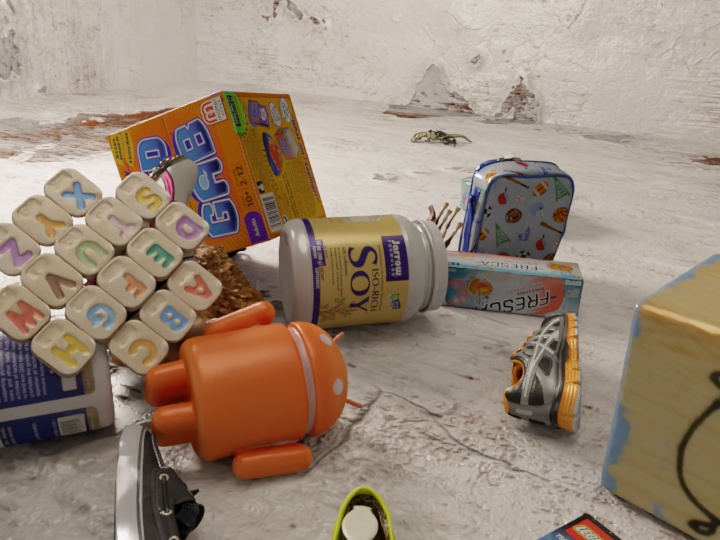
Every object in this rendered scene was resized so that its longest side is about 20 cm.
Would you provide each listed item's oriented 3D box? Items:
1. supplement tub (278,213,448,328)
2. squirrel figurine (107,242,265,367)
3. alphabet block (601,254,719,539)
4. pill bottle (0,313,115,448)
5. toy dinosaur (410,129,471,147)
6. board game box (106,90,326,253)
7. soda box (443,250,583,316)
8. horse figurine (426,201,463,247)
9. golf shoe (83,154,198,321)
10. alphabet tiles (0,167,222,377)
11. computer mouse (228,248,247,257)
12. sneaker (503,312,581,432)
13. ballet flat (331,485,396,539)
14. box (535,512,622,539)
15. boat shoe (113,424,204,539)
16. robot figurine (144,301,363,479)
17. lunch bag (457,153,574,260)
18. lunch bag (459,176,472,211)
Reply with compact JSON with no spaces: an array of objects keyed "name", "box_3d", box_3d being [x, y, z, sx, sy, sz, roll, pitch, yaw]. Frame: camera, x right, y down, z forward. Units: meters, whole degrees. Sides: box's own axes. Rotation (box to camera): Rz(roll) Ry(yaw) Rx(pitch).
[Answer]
[{"name":"supplement tub","box_3d":[0.000,0.000,0.861,0.199,0.146,0.145,-4,23,-15]},{"name":"squirrel figurine","box_3d":[-0.190,0.046,0.750,0.200,0.142,0.186,-22,39,-40]},{"name":"alphabet block","box_3d":[0.352,0.117,0.554,0.196,0.196,0.200,-20,30,-40]},{"name":"pill bottle","box_3d":[-0.339,0.106,0.606,0.199,0.116,0.116,-7,24,-23]},{"name":"toy dinosaur","box_3d":[0.258,-0.413,2.034,0.199,0.048,0.088,4,15,-4]},{"name":"board game box","box_3d":[-0.200,-0.133,0.960,0.199,0.201,0.200,-14,8,23]},{"name":"soda box","box_3d":[0.214,0.019,0.945,0.199,0.064,0.068,6,22,10]},{"name":"horse figurine","box_3d":[0.112,-0.045,1.049,0.050,0.133,0.200,32,17,-5]},{"name":"golf shoe","box_3d":[-0.209,-0.033,0.689,0.092,0.073,0.201,24,60,-9]},{"name":"alphabet tiles","box_3d":[-0.239,-0.003,0.614,0.195,0.015,0.200,39,60,-3]},{"name":"computer mouse","box_3d":[-0.235,-0.008,1.019,0.058,0.034,0.200,-12,9,28]},{"name":"sneaker","box_3d":[0.204,0.103,0.730,0.077,0.079,0.200,-1,19,17]},{"name":"ballet flat","box_3d":[-0.004,0.220,0.427,0.067,0.067,0.200,4,23,3]},{"name":"box","box_3d":[0.171,0.250,0.407,0.136,0.040,0.200,-12,26,-29]},{"name":"boat shoe","box_3d":[-0.150,0.189,0.492,0.066,0.070,0.200,2,21,-20]},{"name":"robot figurine","box_3d":[-0.098,0.109,0.621,0.199,0.117,0.144,-7,25,-22]},{"name":"lunch bag","box_3d":[0.231,-0.078,1.005,0.160,0.201,0.076,-2,31,-12]},{"name":"lunch bag","box_3d":[0.313,-0.142,1.332,0.160,0.077,0.200,-9,25,-29]}]
